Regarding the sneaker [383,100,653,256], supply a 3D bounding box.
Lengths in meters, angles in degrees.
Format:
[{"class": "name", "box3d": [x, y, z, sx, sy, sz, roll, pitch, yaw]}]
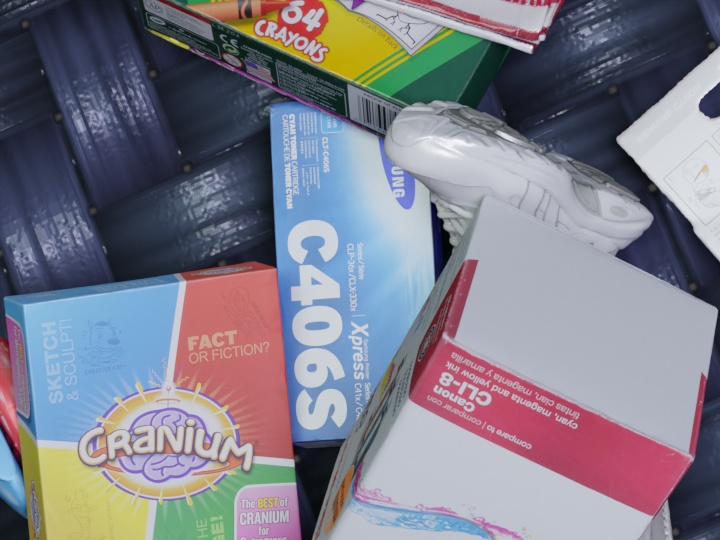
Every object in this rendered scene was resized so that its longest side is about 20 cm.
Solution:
[{"class": "sneaker", "box3d": [0.078, -0.025, 1.449, 0.078, 0.200, 0.100, 39, 101, 46]}]

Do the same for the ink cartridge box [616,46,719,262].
[{"class": "ink cartridge box", "box3d": [0.269, -0.050, 1.485, 0.161, 0.050, 0.200, -42, 72, 4]}]

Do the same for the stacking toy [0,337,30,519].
[{"class": "stacking toy", "box3d": [-0.137, 0.056, 1.529, 0.200, 0.110, 0.116, -26, 78, -5]}]

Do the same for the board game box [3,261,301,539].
[{"class": "board game box", "box3d": [-0.114, 0.104, 1.476, 0.153, 0.040, 0.201, -9, 98, -23]}]

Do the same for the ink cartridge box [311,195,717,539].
[{"class": "ink cartridge box", "box3d": [0.076, 0.098, 1.393, 0.144, 0.145, 0.200, 25, 124, -4]}]

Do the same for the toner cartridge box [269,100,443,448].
[{"class": "toner cartridge box", "box3d": [0.000, 0.000, 1.528, 0.095, 0.043, 0.201, -5, 82, 8]}]

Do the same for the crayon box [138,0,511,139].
[{"class": "crayon box", "box3d": [-0.001, -0.180, 1.519, 0.200, 0.058, 0.173, 25, 69, 12]}]

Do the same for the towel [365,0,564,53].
[{"class": "towel", "box3d": [0.068, -0.227, 1.497, 0.144, 0.023, 0.200, 18, 65, 10]}]

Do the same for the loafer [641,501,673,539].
[{"class": "loafer", "box3d": [0.169, 0.200, 1.463, 0.070, 0.070, 0.201, -2, 83, -4]}]
